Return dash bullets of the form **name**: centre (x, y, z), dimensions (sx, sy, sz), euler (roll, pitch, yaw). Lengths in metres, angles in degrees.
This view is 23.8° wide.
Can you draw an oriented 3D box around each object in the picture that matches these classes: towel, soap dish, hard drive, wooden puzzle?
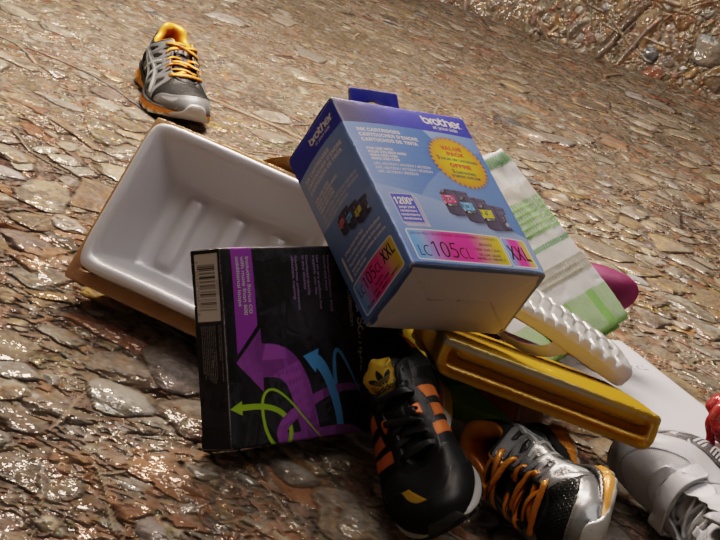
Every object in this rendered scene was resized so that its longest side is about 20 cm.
- **towel**: centre (0.135, -0.007, 1.531), dimensions (0.149, 0.031, 0.200), euler (-24, 74, -41)
- **soap dish**: centre (-0.113, -0.017, 1.384), dimensions (0.199, 0.158, 0.081), euler (23, -19, 12)
- **hard drive**: centre (0.250, 0.117, 1.568), dimensions (0.131, 0.025, 0.200), euler (7, 22, -34)
- **wooden puzzle**: centre (0.070, 0.088, 1.447), dimensions (0.184, 0.037, 0.200), euler (20, 18, 2)

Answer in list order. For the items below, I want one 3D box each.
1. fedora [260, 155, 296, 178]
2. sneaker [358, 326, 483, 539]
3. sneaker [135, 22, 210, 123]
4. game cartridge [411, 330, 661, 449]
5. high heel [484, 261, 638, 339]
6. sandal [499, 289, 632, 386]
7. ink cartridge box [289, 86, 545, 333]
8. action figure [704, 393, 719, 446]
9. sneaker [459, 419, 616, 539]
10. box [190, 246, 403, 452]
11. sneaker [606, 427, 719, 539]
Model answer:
- **fedora**: centre (-0.013, -0.052, 1.468), dimensions (0.200, 0.201, 0.082), euler (23, 56, 9)
- **sneaker**: centre (0.029, 0.110, 1.215), dimensions (0.090, 0.070, 0.200), euler (56, 10, -25)
- **sneaker**: centre (-0.217, -0.229, 1.997), dimensions (0.078, 0.078, 0.200), euler (12, 21, -27)
- **game cartridge**: centre (0.132, 0.084, 1.354), dimensions (0.175, 0.033, 0.200), euler (21, 1, -5)
- **high heel**: centre (0.163, 0.038, 1.568), dimensions (0.199, 0.068, 0.096), euler (-9, 16, -1)
- **sandal**: centre (0.136, 0.045, 1.404), dimensions (0.202, 0.050, 0.083), euler (33, 14, -12)
- **ink cartridge box**: centre (0.035, -0.053, 1.302), dimensions (0.136, 0.076, 0.201), euler (5, 45, -38)
- **action figure**: centre (0.313, 0.147, 1.393), dimensions (0.065, 0.052, 0.200), euler (37, -7, 33)
- **sneaker**: centre (0.124, 0.159, 1.225), dimensions (0.077, 0.079, 0.200), euler (16, 8, -14)
- **box**: centre (-0.041, 0.053, 1.269), dimensions (0.036, 0.144, 0.199), euler (-5, -2, 39)
- **sneaker**: centre (0.256, 0.186, 1.296), dimensions (0.200, 0.075, 0.115), euler (35, 20, 29)
